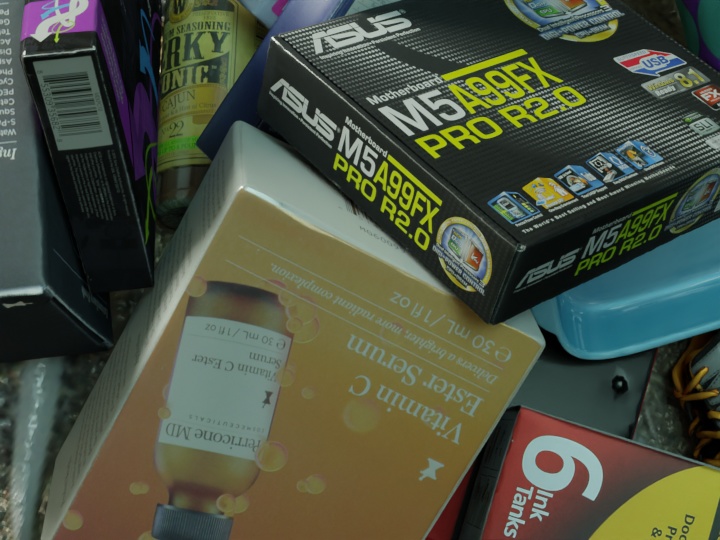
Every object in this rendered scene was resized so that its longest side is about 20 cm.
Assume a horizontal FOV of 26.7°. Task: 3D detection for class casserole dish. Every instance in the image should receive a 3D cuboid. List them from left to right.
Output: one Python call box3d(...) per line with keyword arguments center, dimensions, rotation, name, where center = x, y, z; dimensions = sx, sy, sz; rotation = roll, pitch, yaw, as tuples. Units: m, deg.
box3d(center=(0.179, -0.022, 0.801), dimensions=(0.198, 0.122, 0.039), rotation=(-16, 41, -2), name="casserole dish")

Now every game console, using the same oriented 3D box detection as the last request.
box3d(center=(0.071, 0.063, 0.830), dimensions=(0.176, 0.031, 0.201), rotation=(22, 69, -6), name="game console")

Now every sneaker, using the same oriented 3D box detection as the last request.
box3d(center=(0.212, 0.077, 0.850), dimensions=(0.077, 0.078, 0.202), rotation=(11, 65, -9), name="sneaker")

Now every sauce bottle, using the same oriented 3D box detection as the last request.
box3d(center=(-0.075, -0.121, 0.808), dimensions=(0.064, 0.065, 0.202), rotation=(6, 73, -17), name="sauce bottle")

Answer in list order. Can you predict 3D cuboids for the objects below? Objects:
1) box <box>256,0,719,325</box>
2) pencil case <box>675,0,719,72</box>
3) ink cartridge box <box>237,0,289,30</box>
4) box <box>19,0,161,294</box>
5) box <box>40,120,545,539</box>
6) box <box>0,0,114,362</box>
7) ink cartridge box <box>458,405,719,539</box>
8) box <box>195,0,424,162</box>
box3d(center=(0.078, -0.069, 0.696), dimensions=(0.199, 0.044, 0.160), rotation=(-22, 53, -38), name="box")
box3d(center=(0.209, -0.163, 0.860), dimensions=(0.201, 0.092, 0.085), rotation=(68, 25, -19), name="pencil case")
box3d(center=(0.038, -0.182, 0.786), dimensions=(0.200, 0.042, 0.119), rotation=(-50, 133, 4), name="ink cartridge box")
box3d(center=(-0.119, -0.112, 0.697), dimensions=(0.036, 0.144, 0.201), rotation=(-6, 49, -1), name="box")
box3d(center=(-0.036, 0.062, 0.694), dimensions=(0.151, 0.106, 0.201), rotation=(25, 106, -14), name="box")
box3d(center=(-0.184, -0.066, 0.699), dimensions=(0.106, 0.149, 0.202), rotation=(-7, 77, 0), name="box")
box3d(center=(0.126, 0.187, 0.744), dimensions=(0.174, 0.084, 0.202), rotation=(17, 84, -1), name="ink cartridge box")
box3d(center=(-0.004, -0.096, 0.751), dimensions=(0.032, 0.121, 0.201), rotation=(41, 103, 30), name="box")
